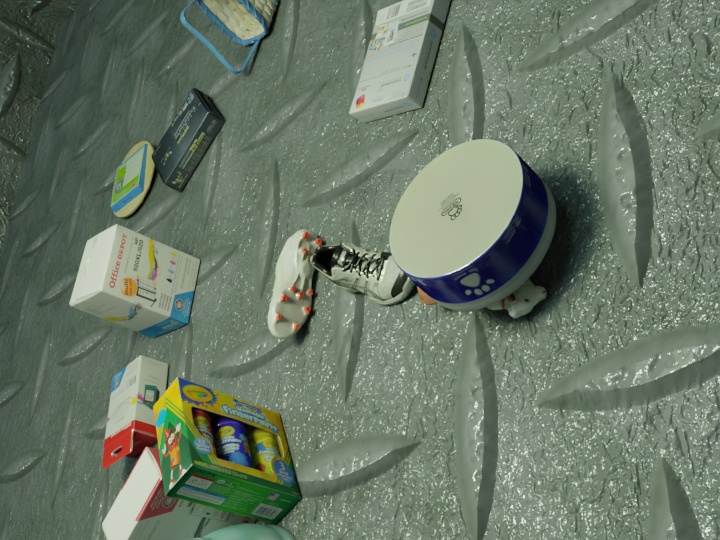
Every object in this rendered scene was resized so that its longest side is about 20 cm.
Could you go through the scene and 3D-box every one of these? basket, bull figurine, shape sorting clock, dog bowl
[{"bbox_3d":[-0.282,-0.555,1.965,0.138,0.176,0.201,-13,41,48],"label":"basket"},{"bbox_3d":[0.153,0.000,1.147,0.198,0.065,0.123,-1,62,46],"label":"bull figurine"},{"bbox_3d":[-0.569,-0.228,2.252,0.199,0.039,0.203,-29,49,39],"label":"shape sorting clock"},{"bbox_3d":[0.134,-0.057,1.095,0.199,0.079,0.202,-27,44,29],"label":"dog bowl"}]

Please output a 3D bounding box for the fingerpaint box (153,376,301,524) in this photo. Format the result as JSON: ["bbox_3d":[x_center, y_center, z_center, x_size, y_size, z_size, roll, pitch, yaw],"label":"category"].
[{"bbox_3d":[-0.197,0.266,1.326,0.073,0.199,0.168,-47,38,21],"label":"fingerpaint box"}]

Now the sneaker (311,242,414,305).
[{"bbox_3d":[0.000,0.000,1.328,0.199,0.087,0.077,2,69,51],"label":"sneaker"}]

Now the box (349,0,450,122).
[{"bbox_3d":[0.065,-0.357,1.499,0.155,0.041,0.203,-4,66,52],"label":"box"}]

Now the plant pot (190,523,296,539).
[{"bbox_3d":[-0.190,0.450,1.264,0.199,0.133,0.203,-31,47,39],"label":"plant pot"}]

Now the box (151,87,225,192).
[{"bbox_3d":[-0.400,-0.303,2.065,0.201,0.051,0.158,-55,37,14],"label":"box"}]

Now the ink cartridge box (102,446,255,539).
[{"bbox_3d":[-0.263,0.366,1.354,0.148,0.199,0.083,-59,39,7],"label":"ink cartridge box"}]

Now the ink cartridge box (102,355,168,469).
[{"bbox_3d":[-0.438,0.283,1.747,0.116,0.067,0.202,-33,46,38],"label":"ink cartridge box"}]

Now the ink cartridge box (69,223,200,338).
[{"bbox_3d":[-0.453,0.024,1.808,0.144,0.198,0.149,-20,55,45],"label":"ink cartridge box"}]

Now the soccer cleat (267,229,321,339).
[{"bbox_3d":[-0.115,0.026,1.486,0.077,0.069,0.202,-23,45,50],"label":"soccer cleat"}]
